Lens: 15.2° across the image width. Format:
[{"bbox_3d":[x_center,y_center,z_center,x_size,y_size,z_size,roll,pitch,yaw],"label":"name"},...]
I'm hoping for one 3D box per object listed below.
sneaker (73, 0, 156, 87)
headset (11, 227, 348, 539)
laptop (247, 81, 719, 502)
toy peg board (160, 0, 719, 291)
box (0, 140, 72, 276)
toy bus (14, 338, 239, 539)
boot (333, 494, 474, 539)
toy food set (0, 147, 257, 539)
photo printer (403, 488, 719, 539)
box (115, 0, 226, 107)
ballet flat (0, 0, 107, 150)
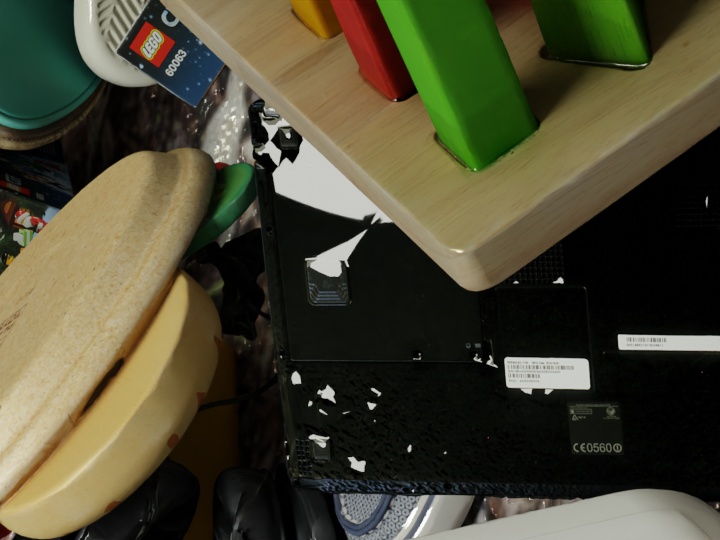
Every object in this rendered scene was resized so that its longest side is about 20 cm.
[{"bbox_3d":[-0.084,-0.170,1.126,0.084,0.075,0.200,-1,70,56],"label":"sneaker"},{"bbox_3d":[-0.059,0.086,0.953,0.094,0.123,0.200,101,-179,-57],"label":"headset"},{"bbox_3d":[0.066,-0.038,0.842,0.177,0.103,0.200,-1,103,25],"label":"laptop"},{"bbox_3d":[0.047,-0.128,0.790,0.200,0.098,0.199,-35,44,-10],"label":"toy peg board"},{"bbox_3d":[-0.162,0.017,1.127,0.200,0.038,0.137,-127,58,-76],"label":"box"},{"bbox_3d":[-0.086,0.127,1.035,0.078,0.065,0.200,-29,56,46],"label":"toy bus"},{"bbox_3d":[0.000,0.000,0.927,0.073,0.090,0.200,1,80,55],"label":"boot"},{"bbox_3d":[-0.105,0.036,0.923,0.200,0.049,0.198,-41,18,35],"label":"toy food set"},{"bbox_3d":[0.041,0.143,0.743,0.166,0.200,0.070,-111,11,-49],"label":"photo printer"},{"bbox_3d":[-0.007,-0.167,0.977,0.200,0.038,0.137,-53,6,31],"label":"box"},{"bbox_3d":[-0.136,-0.106,1.133,0.065,0.071,0.200,-35,21,38],"label":"ballet flat"}]
